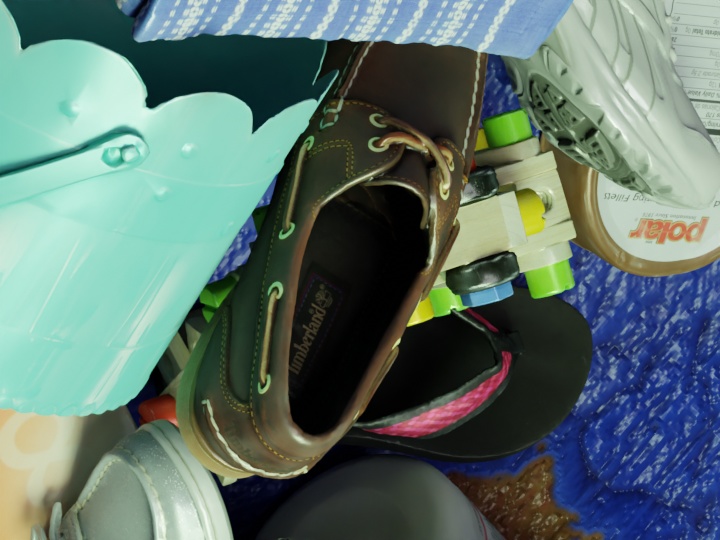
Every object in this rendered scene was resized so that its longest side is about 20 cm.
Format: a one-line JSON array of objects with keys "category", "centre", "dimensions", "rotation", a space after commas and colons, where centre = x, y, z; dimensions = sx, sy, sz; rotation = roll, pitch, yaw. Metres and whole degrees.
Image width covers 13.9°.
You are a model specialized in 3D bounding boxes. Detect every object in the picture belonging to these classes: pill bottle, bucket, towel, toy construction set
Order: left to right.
[{"category": "bucket", "centre": [-0.123, -0.055, 0.998], "dimensions": [0.207, 0.207, 0.135], "rotation": [16, 112, -36]}, {"category": "toy construction set", "centre": [0.000, 0.000, 1.131], "dimensions": [0.200, 0.131, 0.092], "rotation": [-34, 102, -21]}, {"category": "towel", "centre": [0.031, -0.121, 0.943], "dimensions": [0.200, 0.024, 0.145], "rotation": [-4, 144, -49]}, {"category": "pill bottle", "centre": [0.043, 0.175, 1.266], "dimensions": [0.112, 0.112, 0.200], "rotation": [-46, 128, -4]}]

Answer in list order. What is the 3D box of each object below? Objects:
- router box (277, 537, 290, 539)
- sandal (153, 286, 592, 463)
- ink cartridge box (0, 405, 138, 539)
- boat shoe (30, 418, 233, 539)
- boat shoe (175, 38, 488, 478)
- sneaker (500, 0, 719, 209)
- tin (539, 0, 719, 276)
[{"category": "router box", "centre": [0.002, 0.199, 1.163], "dimensions": [0.150, 0.062, 0.200], "rotation": [16, 136, -14]}, {"category": "sandal", "centre": [0.014, 0.039, 1.203], "dimensions": [0.200, 0.075, 0.045], "rotation": [-2, 159, -29]}, {"category": "ink cartridge box", "centre": [-0.143, 0.131, 1.153], "dimensions": [0.162, 0.050, 0.200], "rotation": [-34, 124, -12]}, {"category": "boat shoe", "centre": [-0.102, 0.143, 1.126], "dimensions": [0.065, 0.074, 0.202], "rotation": [-14, 141, -38]}, {"category": "boat shoe", "centre": [0.003, -0.019, 1.021], "dimensions": [0.070, 0.070, 0.200], "rotation": [28, 67, -20]}, {"category": "sneaker", "centre": [0.094, -0.112, 1.159], "dimensions": [0.099, 0.078, 0.200], "rotation": [-45, 113, -13]}, {"category": "tin", "centre": [0.141, -0.092, 1.243], "dimensions": [0.112, 0.042, 0.200], "rotation": [4, 111, -29]}]
